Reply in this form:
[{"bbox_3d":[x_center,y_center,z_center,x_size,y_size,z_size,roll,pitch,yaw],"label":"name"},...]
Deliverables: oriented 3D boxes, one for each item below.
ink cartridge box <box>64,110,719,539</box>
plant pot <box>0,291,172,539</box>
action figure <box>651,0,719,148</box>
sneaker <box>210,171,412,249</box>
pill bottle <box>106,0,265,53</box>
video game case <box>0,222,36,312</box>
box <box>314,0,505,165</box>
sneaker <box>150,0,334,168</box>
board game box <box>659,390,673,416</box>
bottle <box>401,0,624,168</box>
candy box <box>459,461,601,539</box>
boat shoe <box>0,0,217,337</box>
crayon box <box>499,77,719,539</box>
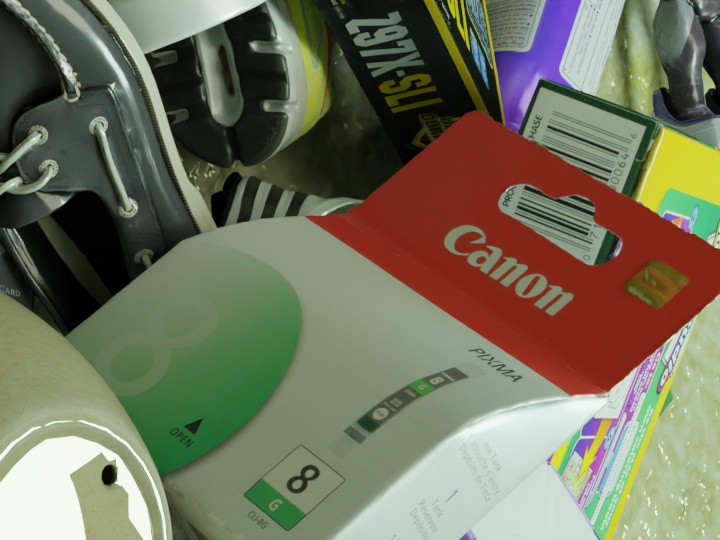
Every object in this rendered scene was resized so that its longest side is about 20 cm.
[{"bbox_3d":[0.008,0.019,1.006,0.200,0.161,0.050,-42,133,-14],"label":"ink cartridge box"},{"bbox_3d":[-0.139,0.088,0.921,0.200,0.134,0.201,-1,91,-49],"label":"plant pot"},{"bbox_3d":[0.165,-0.130,1.468,0.130,0.069,0.200,-2,80,-46],"label":"action figure"},{"bbox_3d":[0.000,0.000,1.184,0.076,0.115,0.200,-65,156,-4],"label":"sneaker"},{"bbox_3d":[-0.103,-0.181,1.068,0.112,0.112,0.200,-34,107,-51],"label":"pill bottle"},{"bbox_3d":[-0.168,-0.019,1.030,0.143,0.019,0.200,18,67,-51],"label":"video game case"},{"bbox_3d":[0.007,-0.154,1.189,0.200,0.049,0.160,59,22,-59],"label":"box"},{"bbox_3d":[-0.053,-0.142,1.178,0.090,0.078,0.200,-11,95,-65],"label":"sneaker"},{"bbox_3d":[0.069,0.056,1.322,0.200,0.029,0.135,-47,120,-47],"label":"board game box"},{"bbox_3d":[0.064,-0.077,1.299,0.065,0.083,0.200,42,49,-29],"label":"bottle"},{"bbox_3d":[0.029,0.193,1.031,0.071,0.200,0.168,-10,63,-53],"label":"candy box"},{"bbox_3d":[-0.108,-0.038,1.041,0.200,0.073,0.063,61,36,-33],"label":"boat shoe"},{"bbox_3d":[0.082,0.034,1.169,0.200,0.058,0.173,-69,162,4],"label":"crayon box"}]
